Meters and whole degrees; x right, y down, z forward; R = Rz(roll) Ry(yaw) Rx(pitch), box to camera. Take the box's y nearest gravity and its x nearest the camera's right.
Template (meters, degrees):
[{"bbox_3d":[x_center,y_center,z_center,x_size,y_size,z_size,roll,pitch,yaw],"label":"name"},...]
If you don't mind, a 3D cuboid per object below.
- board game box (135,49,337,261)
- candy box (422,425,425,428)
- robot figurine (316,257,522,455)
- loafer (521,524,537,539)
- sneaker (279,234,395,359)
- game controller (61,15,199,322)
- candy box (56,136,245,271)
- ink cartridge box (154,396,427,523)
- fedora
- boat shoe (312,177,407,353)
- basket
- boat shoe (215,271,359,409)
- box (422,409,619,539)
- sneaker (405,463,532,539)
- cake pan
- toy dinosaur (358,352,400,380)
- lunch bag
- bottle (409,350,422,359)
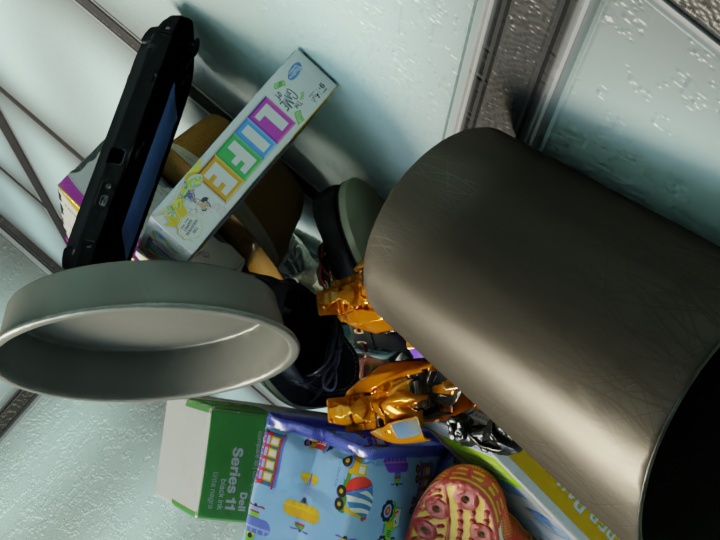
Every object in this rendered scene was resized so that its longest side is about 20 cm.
[{"bbox_3d":[-0.085,-0.060,1.086,0.034,0.135,0.200,41,169,-4],"label":"board game box"},{"bbox_3d":[0.094,0.175,1.381,0.201,0.056,0.117,64,180,33],"label":"candy box"},{"bbox_3d":[0.045,0.040,0.995,0.199,0.058,0.147,-20,75,59],"label":"robot figurine"},{"bbox_3d":[0.156,0.196,1.186,0.201,0.062,0.072,61,-165,-20],"label":"loafer"},{"bbox_3d":[-0.036,0.029,1.415,0.086,0.078,0.200,39,175,-36],"label":"sneaker"},{"bbox_3d":[-0.146,-0.067,1.117,0.042,0.202,0.105,14,159,10],"label":"game controller"},{"bbox_3d":[-0.160,-0.012,1.280,0.136,0.061,0.200,44,165,4],"label":"candy box"},{"bbox_3d":[-0.041,0.148,1.276,0.198,0.084,0.146,9,177,-18],"label":"ink cartridge box"},{"bbox_3d":[-0.098,-0.054,1.288,0.200,0.082,0.201,41,165,13],"label":"fedora"},{"bbox_3d":[0.000,0.003,1.163,0.062,0.075,0.202,-4,154,14],"label":"boat shoe"},{"bbox_3d":[0.106,0.028,0.803,0.200,0.136,0.181,38,165,36],"label":"basket"},{"bbox_3d":[-0.041,0.053,1.222,0.062,0.076,0.200,-1,159,24],"label":"boat shoe"},{"bbox_3d":[0.145,0.124,1.087,0.200,0.102,0.112,46,168,-22],"label":"box"},{"bbox_3d":[0.077,0.182,1.108,0.072,0.077,0.201,18,144,22],"label":"sneaker"},{"bbox_3d":[-0.137,0.040,1.070,0.198,0.037,0.201,-4,161,-1],"label":"cake pan"},{"bbox_3d":[-0.015,0.074,1.491,0.200,0.086,0.136,41,170,33],"label":"toy dinosaur"},{"bbox_3d":[0.016,0.183,1.142,0.093,0.152,0.199,14,-177,38],"label":"lunch bag"},{"bbox_3d":[0.080,0.065,1.178,0.083,0.066,0.200,25,161,35],"label":"bottle"}]
